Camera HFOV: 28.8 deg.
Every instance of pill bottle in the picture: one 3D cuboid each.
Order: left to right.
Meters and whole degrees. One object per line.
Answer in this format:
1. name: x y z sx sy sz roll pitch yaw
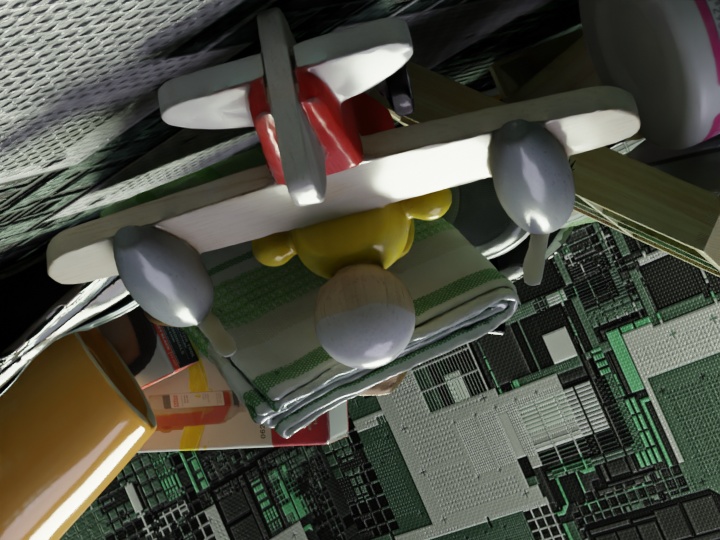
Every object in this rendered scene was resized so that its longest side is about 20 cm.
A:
1. pill bottle: 0.220 -0.149 0.709 0.198 0.115 0.113 -24 178 -11

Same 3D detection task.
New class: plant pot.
1. plant pot: -0.250 0.115 0.985 0.182 0.201 0.200 -35 179 -3

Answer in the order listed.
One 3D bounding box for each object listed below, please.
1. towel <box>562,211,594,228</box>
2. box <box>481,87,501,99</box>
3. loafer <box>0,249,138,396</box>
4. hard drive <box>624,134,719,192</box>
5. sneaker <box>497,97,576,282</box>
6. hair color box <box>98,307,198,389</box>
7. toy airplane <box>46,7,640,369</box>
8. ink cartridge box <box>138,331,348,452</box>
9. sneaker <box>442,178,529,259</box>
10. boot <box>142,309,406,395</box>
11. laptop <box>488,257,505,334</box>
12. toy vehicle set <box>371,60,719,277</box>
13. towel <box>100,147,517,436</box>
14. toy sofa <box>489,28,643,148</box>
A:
1. towel: 0.165 -0.058 0.918 0.198 0.031 0.149 -12 172 -34
2. box: 0.108 -0.089 1.170 0.112 0.102 0.199 -26 178 40
3. loafer: -0.218 0.025 0.864 0.199 0.072 0.063 -32 159 -6
4. hard drive: 0.244 -0.102 0.800 0.199 0.026 0.131 -36 -167 -28
5. sneaker: 0.117 -0.077 1.037 0.075 0.088 0.201 -26 -153 40
6. hair color box: -0.238 0.069 1.095 0.198 0.103 0.061 -26 179 13
7. toy airplane: -0.008 -0.029 0.592 0.197 0.143 0.199 -11 177 -39
8. ink cartridge box: -0.116 0.071 1.144 0.197 0.147 0.083 -4 180 12
9. sneaker: 0.009 -0.038 0.852 0.198 0.076 0.084 3 -172 26
10. boot: -0.055 0.044 0.945 0.197 0.076 0.074 7 -162 -16
11. laptop: 0.000 0.000 0.981 0.175 0.104 0.201 6 -141 -6
12. toy vehicle set: 0.106 -0.052 0.733 0.027 0.199 0.124 -64 154 3
13. towel: -0.032 -0.004 0.730 0.148 0.031 0.200 -23 -141 -22
14. toy sofa: 0.161 -0.125 0.899 0.082 0.099 0.200 -23 177 -14
